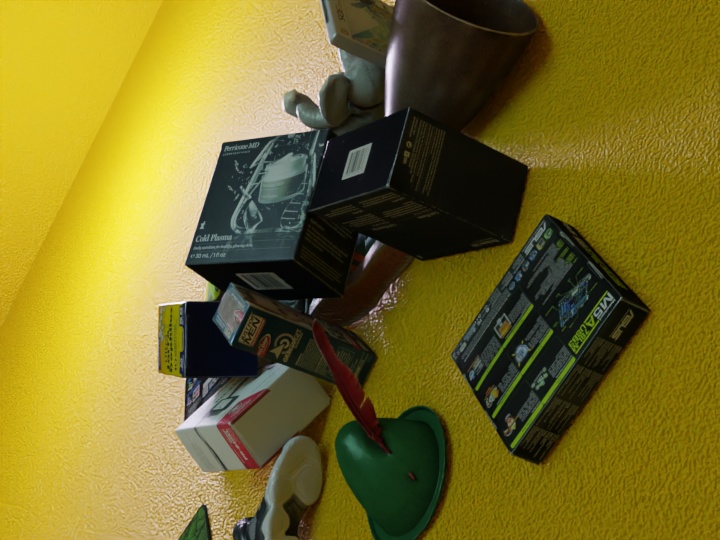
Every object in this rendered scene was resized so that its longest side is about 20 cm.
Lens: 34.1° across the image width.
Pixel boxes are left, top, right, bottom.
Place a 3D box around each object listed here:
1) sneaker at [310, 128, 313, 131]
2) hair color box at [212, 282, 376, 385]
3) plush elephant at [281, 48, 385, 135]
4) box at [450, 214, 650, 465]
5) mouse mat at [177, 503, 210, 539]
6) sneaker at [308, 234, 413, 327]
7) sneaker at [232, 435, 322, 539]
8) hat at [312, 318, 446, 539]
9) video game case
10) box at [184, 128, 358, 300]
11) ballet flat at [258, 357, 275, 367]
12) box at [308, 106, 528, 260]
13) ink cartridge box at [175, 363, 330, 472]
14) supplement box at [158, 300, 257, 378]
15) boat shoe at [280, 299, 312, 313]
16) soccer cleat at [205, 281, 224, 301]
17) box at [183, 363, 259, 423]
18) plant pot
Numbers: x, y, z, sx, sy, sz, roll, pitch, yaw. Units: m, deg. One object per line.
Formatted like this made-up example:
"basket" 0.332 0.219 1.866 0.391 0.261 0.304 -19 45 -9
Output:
"sneaker" -0.055 -0.205 1.897 0.200 0.075 0.078 -60 17 -2
"hair color box" -0.087 0.090 1.562 0.061 0.199 0.100 -64 27 6
"plush elephant" -0.007 -0.266 1.732 0.200 0.164 0.155 56 151 35
"box" 0.191 0.067 1.230 0.200 0.047 0.193 -58 30 16
"mouse mat" -0.284 0.486 1.845 0.200 0.008 0.161 -56 28 23
"sneaker" 0.000 0.000 1.623 0.200 0.071 0.080 -44 33 25
"sneaker" -0.118 0.321 1.579 0.114 0.075 0.201 -17 55 58
"hat" -0.016 0.206 1.360 0.166 0.176 0.200 -49 32 33
"video game case" 0.036 -0.334 1.662 0.022 0.199 0.183 -54 29 31
"box" -0.109 -0.072 1.608 0.199 0.124 0.197 -3 62 36
"ballet flat" -0.133 0.097 1.799 0.069 0.063 0.201 -31 44 51
"box" 0.068 -0.099 1.438 0.200 0.182 0.104 -11 60 59
"ink cartridge box" -0.157 0.208 1.669 0.145 0.083 0.200 -42 13 -30
"supplement box" -0.228 0.101 1.730 0.200 0.109 0.109 171 100 -70
"boat shoe" -0.106 0.011 1.767 0.066 0.070 0.201 73 -169 -59
"soccer cleat" -0.236 0.057 1.924 0.084 0.065 0.201 -43 34 40
"box" -0.226 0.151 1.947 0.200 0.050 0.199 -48 29 30
"plant pot" 0.107 -0.268 1.530 0.187 0.186 0.200 -104 31 -51
